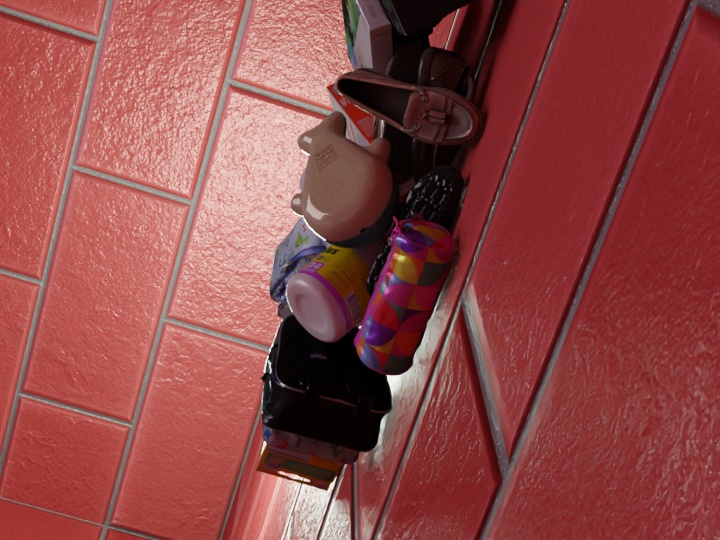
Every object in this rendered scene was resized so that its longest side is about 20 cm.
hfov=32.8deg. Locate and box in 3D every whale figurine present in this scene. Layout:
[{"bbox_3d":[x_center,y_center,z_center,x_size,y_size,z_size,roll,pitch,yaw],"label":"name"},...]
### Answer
[{"bbox_3d":[-0.018,-0.116,1.613,0.158,0.104,0.201,-34,49,12],"label":"whale figurine"}]

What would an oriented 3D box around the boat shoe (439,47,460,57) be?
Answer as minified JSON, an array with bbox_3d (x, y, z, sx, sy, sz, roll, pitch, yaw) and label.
[{"bbox_3d":[0.111,-0.239,1.866,0.062,0.072,0.203,-13,-56,-46],"label":"boat shoe"}]

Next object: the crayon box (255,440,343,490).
[{"bbox_3d":[-0.082,0.267,1.893,0.201,0.124,0.052,116,169,-55],"label":"crayon box"}]

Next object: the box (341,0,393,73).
[{"bbox_3d":[0.010,-0.325,1.732,0.201,0.036,0.146,85,166,-58],"label":"box"}]

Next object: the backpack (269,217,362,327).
[{"bbox_3d":[-0.041,0.004,1.969,0.200,0.180,0.149,128,151,-52],"label":"backpack"}]

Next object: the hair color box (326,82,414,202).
[{"bbox_3d":[0.024,-0.198,1.847,0.201,0.063,0.112,55,169,42],"label":"hair color box"}]

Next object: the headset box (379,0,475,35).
[{"bbox_3d":[0.108,-0.390,1.614,0.094,0.172,0.200,64,-179,-11],"label":"headset box"}]

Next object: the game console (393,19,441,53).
[{"bbox_3d":[0.110,-0.344,1.885,0.200,0.117,0.175,-29,-69,-61],"label":"game console"}]

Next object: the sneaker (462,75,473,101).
[{"bbox_3d":[0.118,-0.254,1.719,0.202,0.072,0.115,-103,31,-51],"label":"sneaker"}]

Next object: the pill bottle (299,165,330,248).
[{"bbox_3d":[-0.012,-0.078,1.822,0.201,0.112,0.114,58,140,37],"label":"pill bottle"}]

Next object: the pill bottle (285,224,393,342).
[{"bbox_3d":[0.000,0.000,1.651,0.200,0.104,0.105,-40,-12,-29],"label":"pill bottle"}]

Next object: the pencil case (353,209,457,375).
[{"bbox_3d":[0.052,0.030,1.504,0.089,0.087,0.202,-86,12,-62],"label":"pencil case"}]

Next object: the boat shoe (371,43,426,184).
[{"bbox_3d":[0.050,-0.212,1.672,0.072,0.075,0.203,157,128,-71],"label":"boat shoe"}]

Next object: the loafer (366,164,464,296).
[{"bbox_3d":[0.075,-0.045,1.568,0.070,0.068,0.202,-5,-52,-59],"label":"loafer"}]

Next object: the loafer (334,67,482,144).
[{"bbox_3d":[0.056,-0.206,1.550,0.063,0.198,0.073,-14,-57,-60],"label":"loafer"}]

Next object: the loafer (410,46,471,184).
[{"bbox_3d":[0.110,-0.188,1.601,0.073,0.070,0.203,-41,-44,-63],"label":"loafer"}]

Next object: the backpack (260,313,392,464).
[{"bbox_3d":[-0.051,0.155,1.671,0.201,0.175,0.152,-93,22,-53],"label":"backpack"}]
